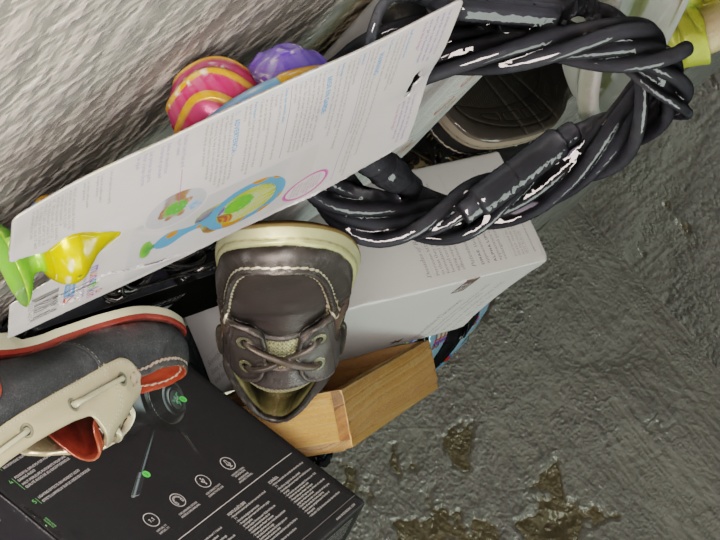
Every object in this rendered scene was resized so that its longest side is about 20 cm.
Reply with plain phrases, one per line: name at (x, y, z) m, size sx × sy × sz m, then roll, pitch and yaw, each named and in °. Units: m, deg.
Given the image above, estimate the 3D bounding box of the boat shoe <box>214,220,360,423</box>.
boat shoe at (-0.036, 0.029, 0.931) m, size 0.072 × 0.066 × 0.200 m, roll 0°, pitch 163°, yaw 2°

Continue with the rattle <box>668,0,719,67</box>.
rattle at (0.205, -0.234, 1.238) m, size 0.129 × 0.144 × 0.201 m, roll -3°, pitch -141°, yaw 40°

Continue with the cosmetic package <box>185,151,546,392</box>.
cosmetic package at (0.000, 0.000, 1.135) m, size 0.199 × 0.082 × 0.113 m, roll -16°, pitch 164°, yaw -36°

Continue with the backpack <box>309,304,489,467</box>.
backpack at (0.009, 0.038, 1.503) m, size 0.182 × 0.135 × 0.200 m, roll -35°, pitch 173°, yaw -39°

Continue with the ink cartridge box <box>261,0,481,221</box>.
ink cartridge box at (0.023, -0.103, 0.977) m, size 0.162 × 0.050 × 0.200 m, roll -45°, pitch 178°, yaw 30°

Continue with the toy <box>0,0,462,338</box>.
toy at (-0.060, -0.052, 0.748) m, size 0.199 × 0.047 × 0.115 m, roll -31°, pitch 165°, yaw -22°

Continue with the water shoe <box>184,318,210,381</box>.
water shoe at (-0.101, 0.035, 1.201) m, size 0.078 × 0.072 × 0.200 m, roll -11°, pitch -167°, yaw 30°

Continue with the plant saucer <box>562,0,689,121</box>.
plant saucer at (0.141, -0.173, 0.958) m, size 0.201 × 0.050 × 0.201 m, roll -57°, pitch 162°, yaw -29°

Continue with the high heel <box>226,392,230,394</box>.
high heel at (-0.091, 0.101, 1.255) m, size 0.198 × 0.072 × 0.142 m, roll 4°, pitch -150°, yaw 36°

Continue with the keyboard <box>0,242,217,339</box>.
keyboard at (-0.110, 0.001, 0.951) m, size 0.104 × 0.040 × 0.199 m, roll -36°, pitch 170°, yaw 39°

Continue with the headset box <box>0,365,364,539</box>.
headset box at (-0.130, 0.124, 0.957) m, size 0.174 × 0.199 × 0.093 m, roll -34°, pitch 156°, yaw -56°

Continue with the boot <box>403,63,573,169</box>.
boot at (0.068, -0.089, 1.259) m, size 0.151 × 0.073 × 0.200 m, roll -44°, pitch 179°, yaw 35°

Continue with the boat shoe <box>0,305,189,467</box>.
boat shoe at (-0.140, 0.061, 0.863) m, size 0.071 × 0.063 × 0.199 m, roll -34°, pitch 168°, yaw 27°

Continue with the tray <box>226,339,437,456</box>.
tray at (-0.025, 0.080, 1.121) m, size 0.098 × 0.037 × 0.200 m, roll -11°, pitch -178°, yaw 17°

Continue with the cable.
cable at (0.065, -0.066, 0.871) m, size 0.198 × 0.051 × 0.164 m, roll 0°, pitch 139°, yaw -26°
